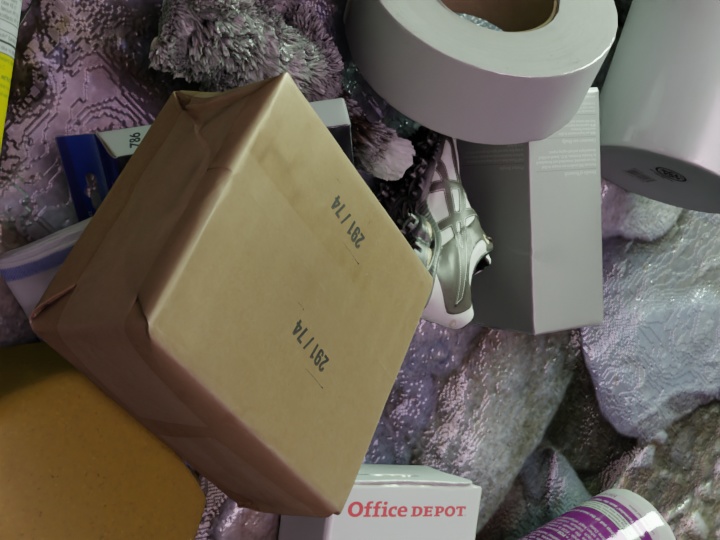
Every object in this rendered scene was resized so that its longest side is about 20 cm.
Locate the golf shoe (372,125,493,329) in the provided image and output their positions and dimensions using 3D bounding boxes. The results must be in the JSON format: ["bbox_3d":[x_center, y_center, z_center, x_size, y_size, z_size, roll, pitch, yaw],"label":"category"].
[{"bbox_3d":[0.059,-0.038,0.832,0.094,0.078,0.201,34,47,-25],"label":"golf shoe"}]

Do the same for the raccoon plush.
[{"bbox_3d":[-0.050,-0.138,0.723,0.199,0.134,0.097,26,101,7],"label":"raccoon plush"}]

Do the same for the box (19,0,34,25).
[{"bbox_3d":[-0.308,-0.198,0.650,0.198,0.050,0.201,32,79,-28],"label":"box"}]

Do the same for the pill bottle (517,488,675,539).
[{"bbox_3d":[0.183,0.285,0.942,0.199,0.112,0.113,-20,104,-28],"label":"pill bottle"}]

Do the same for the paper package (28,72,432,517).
[{"bbox_3d":[-0.063,0.017,0.636,0.200,0.103,0.192,50,52,-38],"label":"paper package"}]

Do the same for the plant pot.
[{"bbox_3d":[-0.217,0.149,0.651,0.200,0.195,0.195,-37,111,-25],"label":"plant pot"}]

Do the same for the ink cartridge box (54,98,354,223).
[{"bbox_3d":[-0.102,-0.056,0.722,0.198,0.039,0.100,-9,131,-4],"label":"ink cartridge box"}]

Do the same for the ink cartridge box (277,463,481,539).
[{"bbox_3d":[0.008,0.261,0.852,0.144,0.083,0.202,8,90,-30],"label":"ink cartridge box"}]

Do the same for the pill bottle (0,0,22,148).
[{"bbox_3d":[-0.252,-0.143,0.599,0.108,0.109,0.202,8,92,-30],"label":"pill bottle"}]

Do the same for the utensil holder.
[{"bbox_3d":[0.306,-0.172,0.943,0.169,0.170,0.202,24,83,-29],"label":"utensil holder"}]

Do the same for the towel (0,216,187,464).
[{"bbox_3d":[-0.150,0.053,0.727,0.146,0.024,0.201,-18,111,17],"label":"towel"}]

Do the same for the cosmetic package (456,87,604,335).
[{"bbox_3d":[0.143,-0.051,0.893,0.090,0.107,0.202,-9,100,-29],"label":"cosmetic package"}]

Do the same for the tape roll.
[{"bbox_3d":[0.091,-0.192,0.805,0.200,0.071,0.204,8,52,-10],"label":"tape roll"}]
